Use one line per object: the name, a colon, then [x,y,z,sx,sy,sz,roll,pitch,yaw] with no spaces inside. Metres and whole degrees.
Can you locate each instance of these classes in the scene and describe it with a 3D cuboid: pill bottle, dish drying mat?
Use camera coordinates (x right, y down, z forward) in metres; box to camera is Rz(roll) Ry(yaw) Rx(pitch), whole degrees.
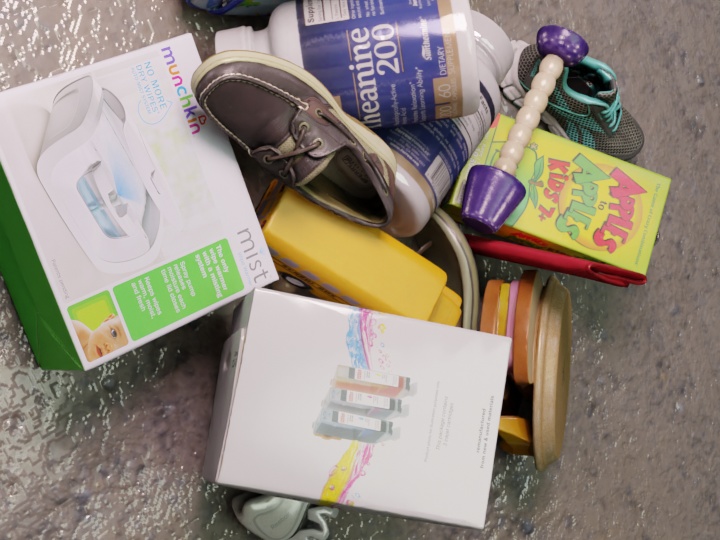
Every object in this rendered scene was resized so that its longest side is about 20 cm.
pill bottle: [0.055,-0.137,1.052,0.111,0.111,0.200,47,62,-25]
pill bottle: [-0.010,-0.165,0.945,0.199,0.111,0.111,-9,94,2]
dish drying mat: [0.158,-0.010,1.069,0.077,0.200,0.018,11,93,-36]

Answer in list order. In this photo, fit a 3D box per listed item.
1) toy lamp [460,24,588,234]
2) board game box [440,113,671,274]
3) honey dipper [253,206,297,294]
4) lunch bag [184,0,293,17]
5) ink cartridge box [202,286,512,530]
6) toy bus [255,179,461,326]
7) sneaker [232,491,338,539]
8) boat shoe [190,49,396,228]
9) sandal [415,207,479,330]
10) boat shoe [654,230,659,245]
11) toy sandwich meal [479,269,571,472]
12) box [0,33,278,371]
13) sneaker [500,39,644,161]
toy lamp: [0.146,-0.127,1.081,0.058,0.058,0.200,34,73,-31]
board game box: [0.186,-0.071,1.131,0.200,0.048,0.102,20,77,-7]
honey dipper: [-0.099,-0.065,0.982,0.038,0.038,0.200,-39,113,-31]
lunch bag: [-0.045,-0.260,0.927,0.160,0.200,0.083,-3,83,-38]
ink cartridge box: [-0.009,0.107,0.902,0.199,0.145,0.145,13,79,-9]
toy bus: [0.000,0.000,0.983,0.200,0.078,0.065,32,74,-20]
sneaker: [-0.041,0.136,0.997,0.081,0.075,0.200,30,70,-23]
boat shoe: [-0.039,-0.094,0.883,0.200,0.073,0.065,26,34,-39]
sandal: [0.069,0.036,1.080,0.057,0.080,0.202,-9,94,-23]
boat shoe: [0.223,-0.063,1.199,0.199,0.068,0.074,29,71,-30]
toy sandwich meal: [0.157,0.094,1.121,0.205,0.070,0.206,3,90,-76]
box: [-0.183,-0.051,0.881,0.176,0.097,0.200,-25,102,-33]
sneaker: [0.231,-0.168,1.197,0.200,0.091,0.078,27,73,-33]
